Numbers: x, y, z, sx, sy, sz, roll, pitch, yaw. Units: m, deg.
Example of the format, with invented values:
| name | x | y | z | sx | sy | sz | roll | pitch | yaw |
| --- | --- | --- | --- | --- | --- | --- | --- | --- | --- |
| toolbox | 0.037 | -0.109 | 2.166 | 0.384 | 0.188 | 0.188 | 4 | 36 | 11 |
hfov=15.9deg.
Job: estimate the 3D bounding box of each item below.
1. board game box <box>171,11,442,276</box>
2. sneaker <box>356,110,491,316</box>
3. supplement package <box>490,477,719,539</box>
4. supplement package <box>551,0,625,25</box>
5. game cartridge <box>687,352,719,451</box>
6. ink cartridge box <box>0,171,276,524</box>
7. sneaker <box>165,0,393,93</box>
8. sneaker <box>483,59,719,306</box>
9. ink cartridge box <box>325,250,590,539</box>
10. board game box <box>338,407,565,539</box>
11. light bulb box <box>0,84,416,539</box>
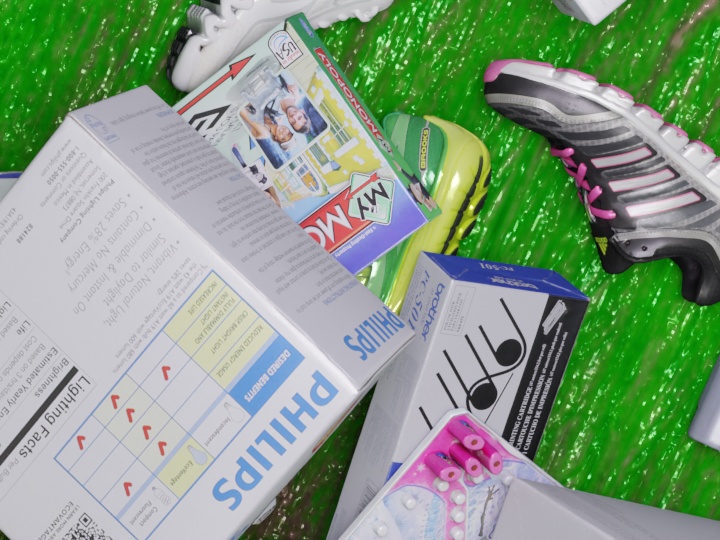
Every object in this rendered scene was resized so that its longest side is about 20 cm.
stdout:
| name | x | y | z | sx | sy | sz | roll | pitch | yaw |
| --- | --- | --- | --- | --- | --- | --- | --- | --- | --- |
| board game box | -0.071 | -0.030 | 1.425 | 0.200 | 0.029 | 0.135 | -36 | 89 | 22 |
| sneaker | 0.000 | 0.000 | 1.466 | 0.083 | 0.074 | 0.201 | 33 | 98 | 19 |
| supplement package | 0.172 | 0.204 | 1.432 | 0.199 | 0.120 | 0.122 | 14 | 98 | -34 |
| supplement package | 0.163 | -0.242 | 1.414 | 0.200 | 0.114 | 0.110 | -40 | 101 | 2 |
| game cartridge | 0.306 | 0.075 | 1.507 | 0.199 | 0.041 | 0.134 | 23 | 91 | -7 |
| ink cartridge box | -0.150 | 0.040 | 1.431 | 0.195 | 0.043 | 0.202 | 0 | 100 | 18 |
| sneaker | -0.024 | -0.162 | 1.437 | 0.200 | 0.075 | 0.081 | -42 | 107 | 2 |
| sneaker | 0.147 | -0.046 | 1.459 | 0.199 | 0.074 | 0.088 | 31 | 88 | -12 |
| ink cartridge box | 0.051 | 0.094 | 1.452 | 0.093 | 0.044 | 0.201 | 8 | 110 | -30 |
| board game box | 0.056 | 0.204 | 1.465 | 0.200 | 0.026 | 0.200 | -49 | 125 | 3 |
| light bulb box | -0.114 | 0.047 | 1.334 | 0.200 | 0.125 | 0.198 | 43 | 109 | 4 |
